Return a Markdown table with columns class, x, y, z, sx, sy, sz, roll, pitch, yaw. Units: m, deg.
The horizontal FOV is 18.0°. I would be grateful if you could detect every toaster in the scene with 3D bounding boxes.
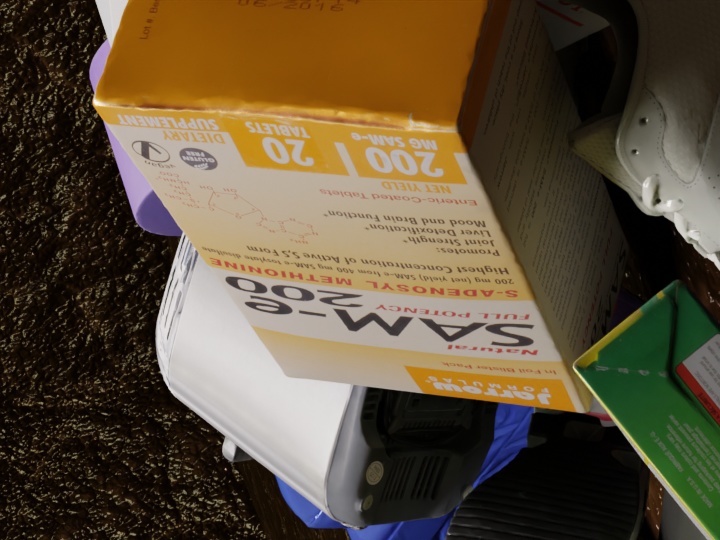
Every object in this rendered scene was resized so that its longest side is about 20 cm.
| class | x | y | z | sx | sy | sz | roll | pitch | yaw |
| --- | --- | --- | --- | --- | --- | --- | --- | --- | --- |
| toaster | 0.000 | 0.000 | 0.952 | 0.129 | 0.113 | 0.201 | 26 | 104 | 31 |

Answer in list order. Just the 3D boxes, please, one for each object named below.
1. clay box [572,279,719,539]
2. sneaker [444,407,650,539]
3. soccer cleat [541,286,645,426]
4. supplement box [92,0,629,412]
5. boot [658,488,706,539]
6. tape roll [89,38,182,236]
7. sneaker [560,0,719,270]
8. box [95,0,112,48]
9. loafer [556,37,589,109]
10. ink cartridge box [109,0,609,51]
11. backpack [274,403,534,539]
| class | x | y | z | sx | sy | sz | roll | pitch | yaw |
| --- | --- | --- | --- | --- | --- | --- | --- | --- | --- |
| clay box | 0.129 | 0.068 | 0.766 | 0.115 | 0.048 | 0.200 | 51 | -175 | 10 |
| sneaker | 0.088 | 0.117 | 0.979 | 0.200 | 0.074 | 0.089 | -49 | -33 | -54 |
| soccer cleat | 0.066 | -0.002 | 1.003 | 0.200 | 0.067 | 0.077 | 34 | 144 | 34 |
| supplement box | 0.008 | -0.029 | 0.770 | 0.200 | 0.125 | 0.074 | 58 | -137 | -57 |
| boot | 0.147 | 0.121 | 0.959 | 0.200 | 0.077 | 0.139 | 159 | 105 | -77 |
| tape roll | -0.037 | -0.095 | 1.203 | 0.200 | 0.199 | 0.086 | 111 | 141 | -76 |
| sneaker | 0.117 | -0.029 | 0.731 | 0.076 | 0.091 | 0.201 | 167 | 85 | -80 |
| box | -0.020 | -0.175 | 0.940 | 0.152 | 0.199 | 0.107 | 108 | 145 | -72 |
| loafer | 0.067 | -0.094 | 0.995 | 0.200 | 0.075 | 0.069 | 69 | -179 | -83 |
| ink cartridge box | 0.019 | -0.116 | 0.804 | 0.116 | 0.199 | 0.068 | 19 | -124 | -47 |
| backpack | 0.024 | 0.025 | 1.140 | 0.163 | 0.167 | 0.201 | -52 | 43 | 38 |
